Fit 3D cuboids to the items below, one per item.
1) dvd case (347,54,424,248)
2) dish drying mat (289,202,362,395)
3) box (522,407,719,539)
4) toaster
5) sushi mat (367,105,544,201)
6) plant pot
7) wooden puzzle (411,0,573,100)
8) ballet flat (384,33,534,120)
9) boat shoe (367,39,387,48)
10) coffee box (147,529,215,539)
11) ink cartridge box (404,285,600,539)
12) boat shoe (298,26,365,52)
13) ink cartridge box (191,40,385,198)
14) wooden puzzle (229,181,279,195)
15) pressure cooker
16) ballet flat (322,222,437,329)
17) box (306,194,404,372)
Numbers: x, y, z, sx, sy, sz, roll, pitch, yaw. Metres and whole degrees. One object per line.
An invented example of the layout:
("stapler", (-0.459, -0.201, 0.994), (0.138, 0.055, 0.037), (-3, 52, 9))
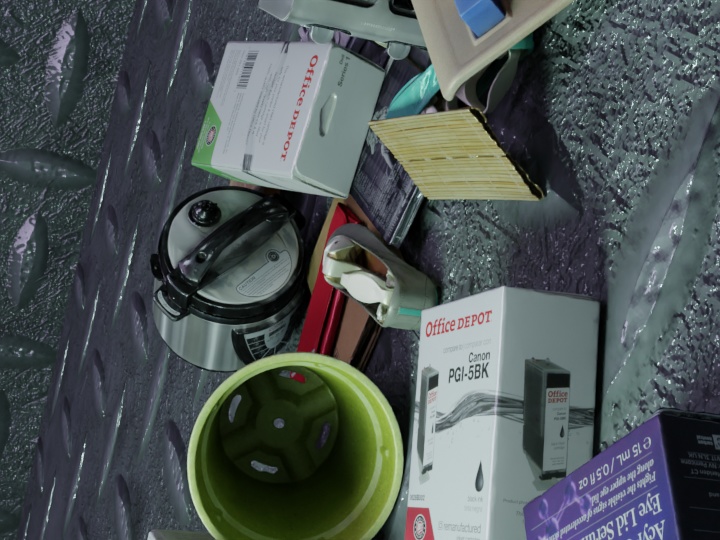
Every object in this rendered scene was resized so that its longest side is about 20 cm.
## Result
("dvd case", (0.035, -0.126, 1.277), (0.150, 0.016, 0.200), (-65, 25, 15))
("dish drying mat", (-0.038, 0.034, 1.361), (0.077, 0.018, 0.202), (-133, 55, -66))
("box", (0.173, 0.197, 0.677), (0.148, 0.103, 0.202), (128, 146, -51))
("toaster", (0.017, -0.310, 1.212), (0.119, 0.179, 0.202), (-129, 51, -59))
("sushi mat", (0.076, -0.095, 1.082), (0.012, 0.096, 0.200), (-43, 18, -15))
("plant pot", (-0.070, 0.166, 1.250), (0.184, 0.198, 0.203), (-149, 70, -80))
("wooden puzzle", (0.114, -0.256, 1.019), (0.200, 0.046, 0.186), (-39, 40, 23))
("ballet flat", (0.083, -0.154, 1.111), (0.200, 0.067, 0.071), (-48, 55, 47))
("boat shoe", (-0.024, -0.308, 1.306), (0.074, 0.201, 0.063), (-46, 29, -3))
("coffee box", (-0.100, 0.371, 1.183), (0.200, 0.198, 0.200), (-160, 80, -68))
("ink cartridge box", (0.099, 0.121, 0.933), (0.147, 0.082, 0.202), (156, 120, -67))
("boat shoe", (-0.039, -0.270, 1.491), (0.074, 0.066, 0.201), (-106, 32, -48))
("ink cartridge box", (-0.080, -0.163, 1.373), (0.199, 0.084, 0.148), (14, 85, 50))
("wooden puzzle", (-0.140, -0.095, 1.677), (0.201, 0.046, 0.186), (-96, 18, -47))
("pressure cooker", (-0.153, 0.004, 1.476), (0.201, 0.176, 0.178), (109, 165, -56))
("ballet flat", (0.000, 0.000, 1.221), (0.200, 0.063, 0.068), (33, 116, 54))
("box", (-0.009, 0.000, 1.355), (0.201, 0.021, 0.165), (-109, 34, -52))
